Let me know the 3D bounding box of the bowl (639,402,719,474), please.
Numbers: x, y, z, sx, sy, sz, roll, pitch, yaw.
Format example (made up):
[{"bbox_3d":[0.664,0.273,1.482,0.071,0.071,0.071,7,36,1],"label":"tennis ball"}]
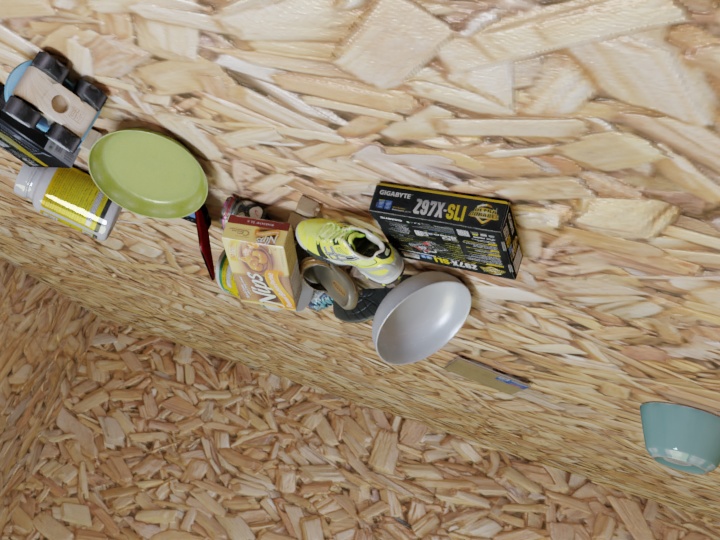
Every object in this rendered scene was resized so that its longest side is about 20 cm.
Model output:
[{"bbox_3d":[0.703,0.373,1.467,0.196,0.107,0.201,18,162,6],"label":"bowl"}]

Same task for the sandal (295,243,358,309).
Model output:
[{"bbox_3d":[-0.078,0.009,1.259,0.053,0.082,0.199,-16,-140,-35],"label":"sandal"}]

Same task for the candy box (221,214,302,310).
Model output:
[{"bbox_3d":[-0.173,-0.010,1.219,0.112,0.056,0.202,10,146,8],"label":"candy box"}]

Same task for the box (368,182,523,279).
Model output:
[{"bbox_3d":[0.125,-0.055,0.971,0.195,0.050,0.160,12,163,26],"label":"box"}]

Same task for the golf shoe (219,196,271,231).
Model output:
[{"bbox_3d":[-0.195,-0.062,1.267,0.090,0.074,0.201,14,161,12],"label":"golf shoe"}]

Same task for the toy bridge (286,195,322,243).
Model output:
[{"bbox_3d":[-0.097,-0.078,1.185,0.066,0.028,0.200,22,162,-12],"label":"toy bridge"}]

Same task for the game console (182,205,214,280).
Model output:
[{"bbox_3d":[-0.345,-0.087,1.286,0.168,0.121,0.200,20,162,0],"label":"game console"}]

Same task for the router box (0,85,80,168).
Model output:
[{"bbox_3d":[-0.626,-0.260,1.208,0.154,0.053,0.200,8,158,36],"label":"router box"}]

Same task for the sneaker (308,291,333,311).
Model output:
[{"bbox_3d":[-0.065,0.049,1.418,0.196,0.088,0.077,8,160,35],"label":"sneaker"}]

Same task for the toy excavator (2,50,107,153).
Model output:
[{"bbox_3d":[-0.460,-0.243,1.043,0.198,0.101,0.193,22,170,48],"label":"toy excavator"}]

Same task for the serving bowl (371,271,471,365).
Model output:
[{"bbox_3d":[0.101,0.075,1.211,0.200,0.199,0.066,42,-169,-49],"label":"serving bowl"}]

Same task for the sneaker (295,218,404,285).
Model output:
[{"bbox_3d":[-0.020,-0.048,1.050,0.196,0.076,0.077,19,156,27],"label":"sneaker"}]

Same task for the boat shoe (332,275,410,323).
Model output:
[{"bbox_3d":[0.041,0.065,1.317,0.195,0.078,0.074,-10,161,26],"label":"boat shoe"}]

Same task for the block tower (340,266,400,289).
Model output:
[{"bbox_3d":[0.000,0.000,1.259,0.057,0.055,0.198,32,160,-31],"label":"block tower"}]

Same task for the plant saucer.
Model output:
[{"bbox_3d":[-0.348,-0.164,1.119,0.194,0.032,0.202,3,142,2],"label":"plant saucer"}]

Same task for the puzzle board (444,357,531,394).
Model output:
[{"bbox_3d":[0.325,0.270,1.738,0.195,0.018,0.151,21,161,-1],"label":"puzzle board"}]

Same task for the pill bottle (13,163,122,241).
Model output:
[{"bbox_3d":[-0.595,-0.153,1.386,0.197,0.115,0.112,27,161,-17],"label":"pill bottle"}]

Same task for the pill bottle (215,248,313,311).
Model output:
[{"bbox_3d":[-0.196,0.017,1.399,0.196,0.115,0.113,17,163,30],"label":"pill bottle"}]
